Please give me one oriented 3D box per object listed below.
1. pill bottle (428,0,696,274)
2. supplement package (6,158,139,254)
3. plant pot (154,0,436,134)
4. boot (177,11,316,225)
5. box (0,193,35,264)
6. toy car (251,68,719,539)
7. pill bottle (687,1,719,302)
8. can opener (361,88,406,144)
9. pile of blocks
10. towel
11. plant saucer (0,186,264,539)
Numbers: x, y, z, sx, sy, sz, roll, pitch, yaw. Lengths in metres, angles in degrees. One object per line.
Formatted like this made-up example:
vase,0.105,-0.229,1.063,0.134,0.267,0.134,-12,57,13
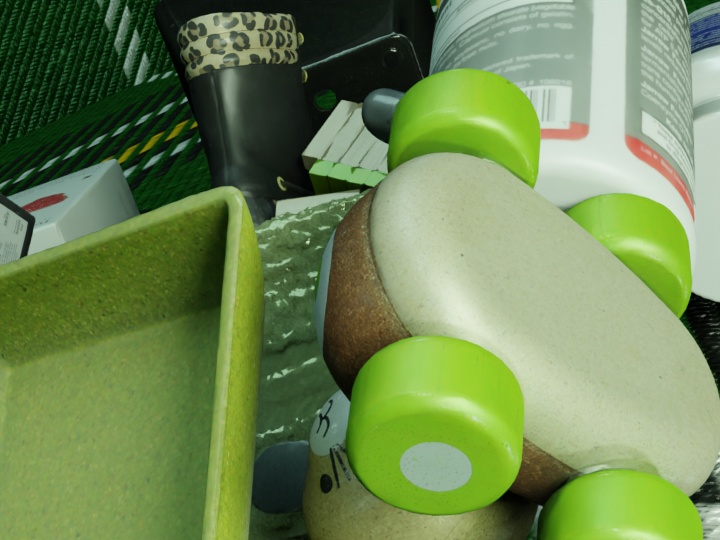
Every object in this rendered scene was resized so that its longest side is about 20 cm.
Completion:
pill bottle,0.084,-0.072,0.798,0.113,0.114,0.201,-15,41,23
supplement package,-0.208,0.018,1.230,0.120,0.120,0.200,-19,13,8
plant pot,-0.020,-0.113,1.351,0.198,0.201,0.178,-20,23,0
boot,-0.043,-0.065,1.086,0.073,0.152,0.200,-13,-4,21
box,-0.271,0.061,1.058,0.160,0.049,0.201,-12,57,34
toy car,0.013,0.061,0.678,0.200,0.157,0.165,-38,28,34
pill bottle,0.186,-0.058,0.917,0.119,0.120,0.200,-17,13,17
can opener,0.071,-0.081,0.950,0.066,0.054,0.200,15,10,28
pile of blocks,0.000,0.000,0.981,0.081,0.062,0.201,-5,46,11
towel,-0.046,0.053,0.805,0.199,0.149,0.037,-21,-18,0
plant saucer,-0.106,0.088,0.718,0.199,0.201,0.048,-16,-29,39
